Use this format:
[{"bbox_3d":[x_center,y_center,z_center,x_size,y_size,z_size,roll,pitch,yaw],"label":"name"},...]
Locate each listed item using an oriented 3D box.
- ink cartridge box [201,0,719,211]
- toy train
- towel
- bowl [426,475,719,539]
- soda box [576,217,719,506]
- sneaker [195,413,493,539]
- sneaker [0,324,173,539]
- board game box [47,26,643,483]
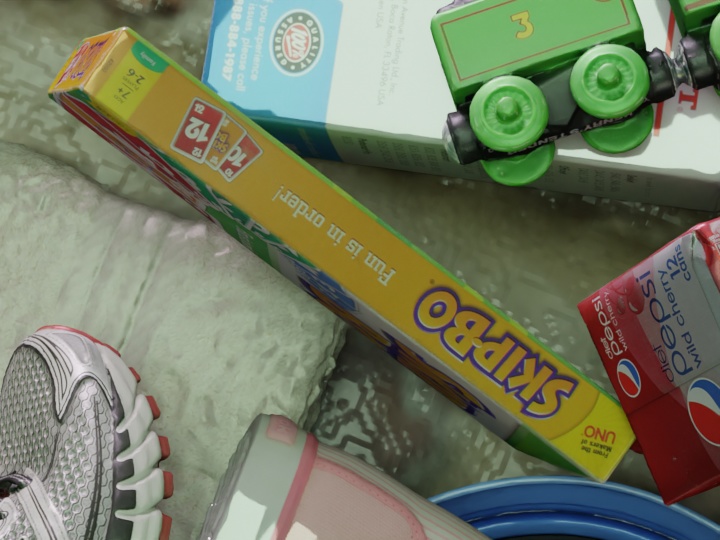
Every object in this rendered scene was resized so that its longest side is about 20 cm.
[{"bbox_3d":[0.060,-0.084,0.860,0.199,0.067,0.116,8,82,6],"label":"ink cartridge box"},{"bbox_3d":[0.115,-0.078,0.802,0.199,0.042,0.057,-18,70,1],"label":"toy train"},{"bbox_3d":[-0.091,0.072,0.867,0.132,0.034,0.200,20,83,6],"label":"towel"},{"bbox_3d":[0.056,0.162,0.838,0.200,0.039,0.201,-1,82,5],"label":"bowl"},{"bbox_3d":[0.165,0.000,0.795,0.200,0.070,0.064,-17,79,-29],"label":"soda box"},{"bbox_3d":[-0.022,0.149,0.788,0.104,0.075,0.201,23,94,-9],"label":"sneaker"},{"bbox_3d":[-0.108,0.101,0.778,0.082,0.078,0.200,25,57,-20],"label":"sneaker"},{"bbox_3d":[0.000,0.000,0.810,0.200,0.096,0.030,35,86,-11],"label":"board game box"}]
